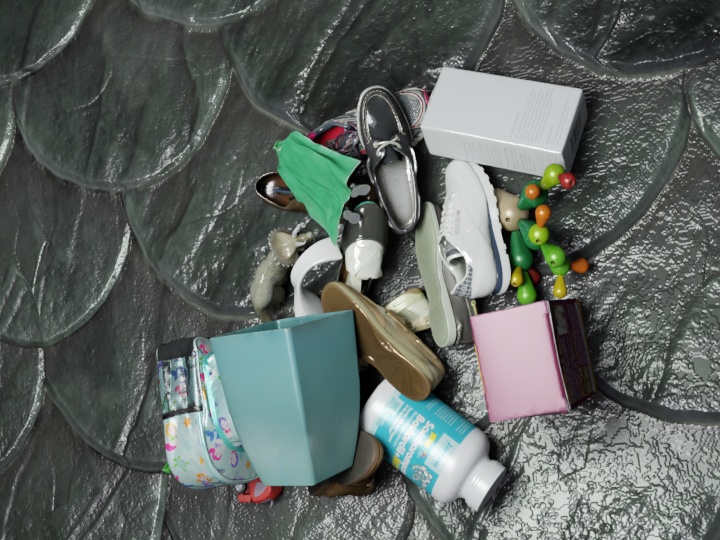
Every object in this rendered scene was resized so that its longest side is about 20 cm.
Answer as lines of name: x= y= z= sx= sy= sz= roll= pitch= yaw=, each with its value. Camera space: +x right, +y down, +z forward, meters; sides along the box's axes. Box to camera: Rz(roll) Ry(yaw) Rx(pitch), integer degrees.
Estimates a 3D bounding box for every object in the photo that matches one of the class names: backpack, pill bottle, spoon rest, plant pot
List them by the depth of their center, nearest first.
plant pot: x=-0.084 y=0.168 z=1.300 sx=0.139 sy=0.140 sz=0.205 roll=-9 pitch=93 yaw=37
pill bottle: x=0.098 y=0.236 z=1.351 sx=0.198 sy=0.110 sz=0.112 roll=34 pitch=102 yaw=20
backpack: x=-0.192 y=0.198 z=1.388 sx=0.148 sy=0.177 sz=0.205 roll=-8 pitch=78 yaw=25
spoon rest: x=-0.072 y=0.041 z=1.410 sx=0.202 sy=0.059 sz=0.100 roll=103 pitch=152 yaw=-43

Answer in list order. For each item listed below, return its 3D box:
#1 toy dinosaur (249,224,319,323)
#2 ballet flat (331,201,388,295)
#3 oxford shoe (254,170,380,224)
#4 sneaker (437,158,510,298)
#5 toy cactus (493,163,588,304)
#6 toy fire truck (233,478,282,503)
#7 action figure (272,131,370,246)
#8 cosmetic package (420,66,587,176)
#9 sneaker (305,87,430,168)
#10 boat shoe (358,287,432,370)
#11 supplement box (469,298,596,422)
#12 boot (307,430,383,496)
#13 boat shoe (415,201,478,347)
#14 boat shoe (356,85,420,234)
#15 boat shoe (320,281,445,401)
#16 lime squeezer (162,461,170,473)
toy dinosaur: x=-0.128 y=0.011 z=1.456 sx=0.076 sy=0.102 sz=0.202 roll=36 pitch=102 yaw=19
ballet flat: x=0.000 y=0.000 z=1.379 sx=0.202 sy=0.066 sz=0.069 roll=106 pitch=162 yaw=-44
oxford shoe: x=-0.065 y=-0.107 z=1.440 sx=0.196 sy=0.084 sz=0.074 roll=3 pitch=89 yaw=22
sneaker: x=0.138 y=-0.060 z=1.329 sx=0.079 sy=0.077 sz=0.204 roll=-6 pitch=64 yaw=-15
toy cactus: x=0.225 y=-0.062 z=1.303 sx=0.165 sy=0.101 sz=0.203 roll=-130 pitch=30 yaw=-48
toy fire truck: x=-0.124 y=0.241 z=1.481 sx=0.138 sy=0.049 sz=0.205 roll=-7 pitch=87 yaw=24
action figure: x=-0.063 y=-0.133 z=1.361 sx=0.200 sy=0.054 sz=0.120 roll=41 pitch=117 yaw=42
cosmetic package: x=0.189 y=-0.195 z=1.321 sx=0.197 sy=0.074 sz=0.103 roll=15 pitch=69 yaw=24
sneaker: x=0.012 y=-0.196 z=1.412 sx=0.197 sy=0.074 sz=0.082 roll=-24 pitch=80 yaw=21
boat shoe: x=0.019 y=0.104 z=1.411 sx=0.199 sy=0.073 sz=0.064 roll=-37 pitch=79 yaw=9
supplement box: x=0.221 y=0.109 z=1.251 sx=0.101 sy=0.199 sz=0.134 roll=-12 pitch=84 yaw=22
boot: x=-0.003 y=0.270 z=1.374 sx=0.200 sy=0.074 sz=0.075 roll=136 pitch=145 yaw=-57
boat shoe: x=0.121 y=0.004 z=1.373 sx=0.059 sy=0.072 sz=0.206 roll=-2 pitch=73 yaw=-20
boat shoe: x=0.040 y=-0.148 z=1.356 sx=0.072 sy=0.060 sz=0.204 roll=-10 pitch=101 yaw=0
boat shoe: x=0.029 y=0.087 z=1.346 sx=0.200 sy=0.064 sz=0.071 roll=46 pitch=132 yaw=7
lime squeezer: x=-0.259 y=0.222 z=1.534 sx=0.037 sy=0.070 sz=0.204 roll=-11 pitch=55 yaw=38
